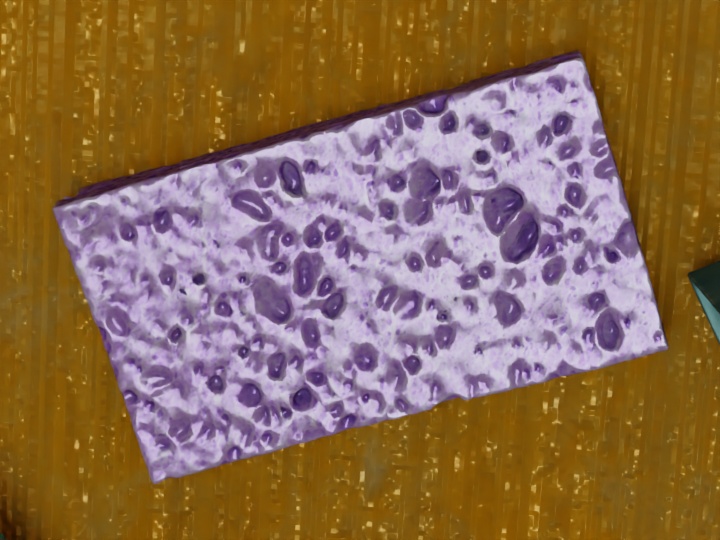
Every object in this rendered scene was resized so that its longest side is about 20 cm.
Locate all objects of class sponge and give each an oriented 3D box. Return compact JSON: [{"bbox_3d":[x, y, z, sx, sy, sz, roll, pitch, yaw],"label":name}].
[{"bbox_3d":[0.000,0.000,0.858,0.200,0.030,0.112,-15,101,9],"label":"sponge"}]

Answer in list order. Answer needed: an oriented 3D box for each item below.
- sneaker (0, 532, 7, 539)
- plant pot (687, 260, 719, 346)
[{"bbox_3d":[-0.123,0.131,0.879,0.200,0.084,0.121,-10,112,9],"label":"sneaker"},{"bbox_3d":[0.239,0.032,0.790,0.200,0.141,0.141,-26,100,3],"label":"plant pot"}]
